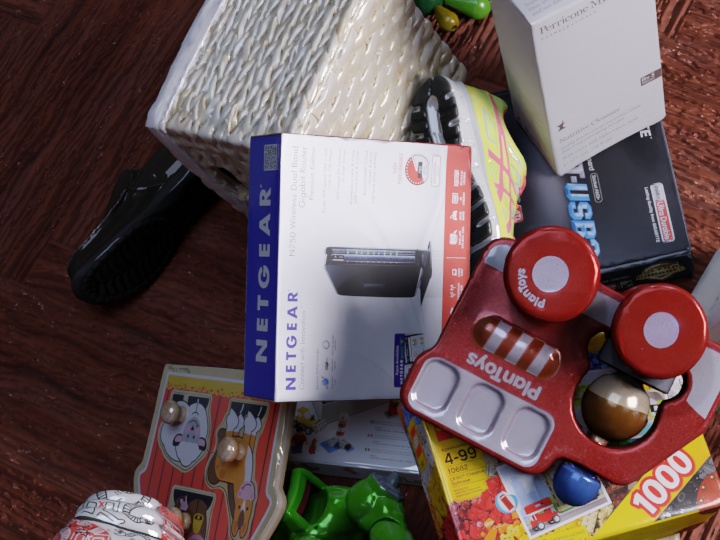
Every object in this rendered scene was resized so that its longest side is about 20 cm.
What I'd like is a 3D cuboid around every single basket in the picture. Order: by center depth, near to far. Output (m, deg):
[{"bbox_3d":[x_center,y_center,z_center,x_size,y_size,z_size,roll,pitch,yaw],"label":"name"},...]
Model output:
[{"bbox_3d":[-0.037,-0.148,1.406,0.160,0.198,0.201,14,73,34],"label":"basket"}]

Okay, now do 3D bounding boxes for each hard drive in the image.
[{"bbox_3d":[0.284,0.011,1.262,0.026,0.200,0.132,32,74,4],"label":"hard drive"}]

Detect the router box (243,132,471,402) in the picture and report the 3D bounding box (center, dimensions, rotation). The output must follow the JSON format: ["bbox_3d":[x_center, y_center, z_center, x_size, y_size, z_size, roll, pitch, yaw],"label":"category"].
[{"bbox_3d":[0.000,0.000,1.280,0.049,0.179,0.201,2,91,56],"label":"router box"}]

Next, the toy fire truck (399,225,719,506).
[{"bbox_3d":[0.148,0.069,1.164,0.199,0.112,0.168,28,92,5],"label":"toy fire truck"}]

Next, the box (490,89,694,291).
[{"bbox_3d":[0.169,-0.069,1.421,0.198,0.050,0.201,-12,61,10],"label":"box"}]

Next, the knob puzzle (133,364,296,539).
[{"bbox_3d":[-0.131,0.175,1.328,0.219,0.030,0.221,-20,63,43],"label":"knob puzzle"}]

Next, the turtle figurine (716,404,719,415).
[{"bbox_3d":[0.333,0.064,1.268,0.200,0.150,0.101,-38,20,-20],"label":"turtle figurine"}]

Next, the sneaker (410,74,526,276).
[{"bbox_3d":[0.106,-0.063,1.366,0.078,0.090,0.201,-19,75,50],"label":"sneaker"}]

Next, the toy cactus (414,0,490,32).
[{"bbox_3d":[0.020,-0.271,1.516,0.165,0.199,0.103,4,93,56],"label":"toy cactus"}]

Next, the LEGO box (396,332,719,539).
[{"bbox_3d":[0.145,0.136,1.224,0.199,0.077,0.150,-13,70,-12],"label":"LEGO box"}]

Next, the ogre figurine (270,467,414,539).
[{"bbox_3d":[-0.028,0.222,1.287,0.200,0.098,0.120,-36,39,48],"label":"ogre figurine"}]

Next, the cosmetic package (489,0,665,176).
[{"bbox_3d":[0.175,-0.182,1.336,0.113,0.200,0.081,-30,57,-3],"label":"cosmetic package"}]

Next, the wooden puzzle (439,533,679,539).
[{"bbox_3d":[0.150,0.191,1.269,0.184,0.046,0.201,4,67,-5],"label":"wooden puzzle"}]

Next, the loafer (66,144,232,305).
[{"bbox_3d":[-0.196,-0.052,1.501,0.071,0.073,0.200,29,65,32],"label":"loafer"}]

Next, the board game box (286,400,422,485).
[{"bbox_3d":[0.038,0.111,1.368,0.199,0.035,0.127,5,65,17],"label":"board game box"}]

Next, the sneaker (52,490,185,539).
[{"bbox_3d":[-0.136,0.234,1.262,0.201,0.067,0.108,22,29,2],"label":"sneaker"}]
